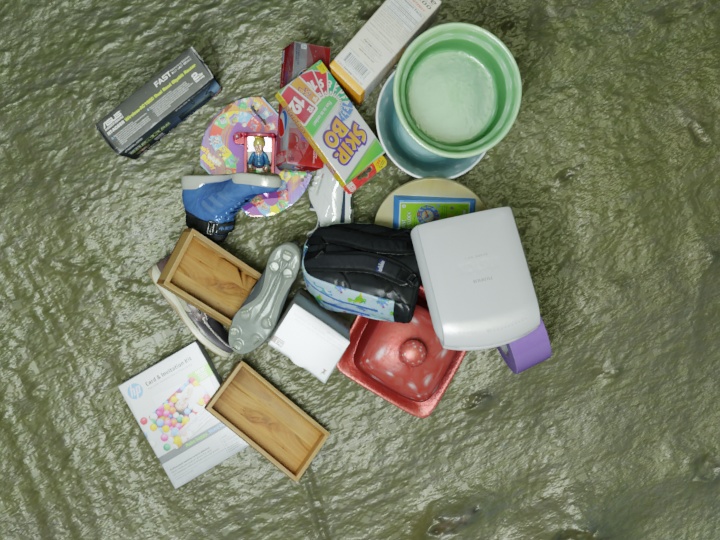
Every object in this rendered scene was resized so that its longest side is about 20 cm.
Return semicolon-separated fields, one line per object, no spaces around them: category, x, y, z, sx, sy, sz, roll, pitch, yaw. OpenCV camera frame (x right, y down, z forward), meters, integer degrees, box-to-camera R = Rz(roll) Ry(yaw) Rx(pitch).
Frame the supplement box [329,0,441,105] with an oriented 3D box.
supplement box;0.038;-0.377;1.520;0.073;0.126;0.200;42;90;-2

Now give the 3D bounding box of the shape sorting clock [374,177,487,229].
shape sorting clock;0.120;-0.068;1.544;0.196;0.040;0.203;0;126;0

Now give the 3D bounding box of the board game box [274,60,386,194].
board game box;-0.042;-0.230;1.498;0.095;0.030;0.201;-39;100;-20

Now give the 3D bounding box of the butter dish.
butter dish;0.081;0.130;1.536;0.197;0.148;0.202;30;91;-4

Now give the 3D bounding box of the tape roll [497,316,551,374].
tape roll;0.238;0.064;1.511;0.065;0.200;0.203;-25;93;0

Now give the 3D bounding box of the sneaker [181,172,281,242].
sneaker;-0.211;-0.104;1.523;0.197;0.076;0.114;0;96;28

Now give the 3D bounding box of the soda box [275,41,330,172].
soda box;-0.096;-0.269;1.534;0.069;0.063;0.204;5;87;-25

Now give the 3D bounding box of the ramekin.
ramekin;0.145;-0.273;1.439;0.196;0.098;0.204;0;92;-2

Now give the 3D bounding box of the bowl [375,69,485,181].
bowl;0.120;-0.249;1.540;0.196;0.105;0.205;0;92;-3

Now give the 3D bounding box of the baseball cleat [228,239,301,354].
baseball cleat;-0.146;0.044;1.510;0.069;0.106;0.202;33;102;1

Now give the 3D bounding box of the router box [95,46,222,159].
router box;-0.321;-0.267;1.500;0.199;0.150;0.062;-39;94;0

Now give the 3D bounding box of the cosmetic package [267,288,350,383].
cosmetic package;-0.080;0.101;1.501;0.112;0.200;0.082;34;93;-6

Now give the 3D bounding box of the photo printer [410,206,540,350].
photo printer;0.175;0.016;1.386;0.163;0.070;0.204;-11;72;-5

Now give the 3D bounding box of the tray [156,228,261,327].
tray;-0.227;0.027;1.519;0.199;0.037;0.100;36;72;-31

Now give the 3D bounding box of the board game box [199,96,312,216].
board game box;-0.177;-0.191;1.563;0.158;0.039;0.200;-43;93;0

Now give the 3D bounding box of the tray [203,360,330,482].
tray;-0.158;0.255;1.565;0.199;0.037;0.099;41;73;-10

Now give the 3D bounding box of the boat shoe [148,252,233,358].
boat shoe;-0.274;0.057;1.558;0.065;0.072;0.201;-41;88;5

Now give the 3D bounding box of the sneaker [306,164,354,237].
sneaker;-0.050;-0.149;1.557;0.079;0.076;0.204;3;92;6

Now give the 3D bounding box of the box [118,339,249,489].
box;-0.296;0.244;1.581;0.154;0.041;0.202;-28;93;-1

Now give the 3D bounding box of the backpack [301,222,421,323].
backpack;0.000;0.000;1.493;0.196;0.154;0.166;13;62;1
